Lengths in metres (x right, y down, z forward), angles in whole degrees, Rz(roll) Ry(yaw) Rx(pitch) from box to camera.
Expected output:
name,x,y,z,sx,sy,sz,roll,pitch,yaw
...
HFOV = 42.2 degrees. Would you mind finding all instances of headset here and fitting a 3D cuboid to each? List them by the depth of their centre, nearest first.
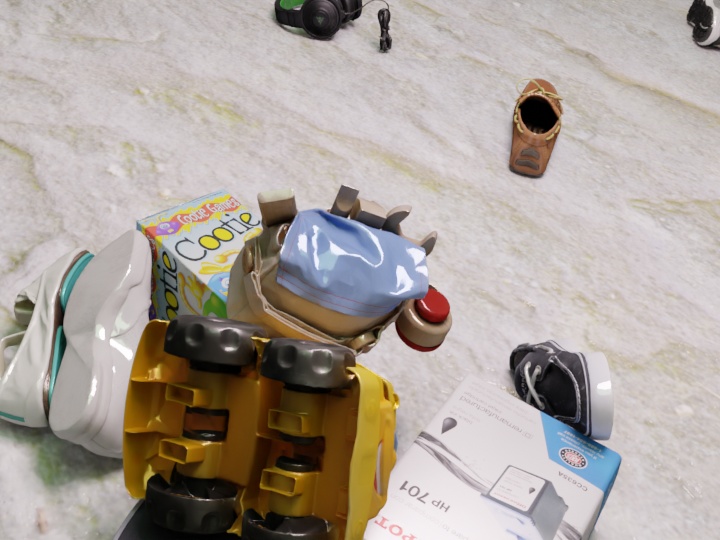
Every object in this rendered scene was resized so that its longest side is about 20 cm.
name,x,y,z,sx,sy,sz,roll,pitch,yaw
headset,-0.039,-0.391,1.439,0.197,0.096,0.124,14,39,30

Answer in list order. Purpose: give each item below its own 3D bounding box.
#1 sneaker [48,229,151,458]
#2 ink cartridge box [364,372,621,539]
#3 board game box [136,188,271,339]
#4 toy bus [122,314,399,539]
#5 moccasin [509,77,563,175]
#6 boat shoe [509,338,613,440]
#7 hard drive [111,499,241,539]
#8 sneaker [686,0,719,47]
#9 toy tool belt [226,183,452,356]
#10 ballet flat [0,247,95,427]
name,x,y,z,sx,sy,sz,roll,pitch,yaw
sneaker,-0.201,0.064,0.792,0.074,0.088,0.203,-20,49,30
ink cartridge box,0.092,0.192,0.706,0.145,0.087,0.200,26,39,20
board game box,-0.107,0.031,0.844,0.102,0.106,0.199,-24,49,-37
toy bus,-0.038,0.112,0.654,0.197,0.139,0.191,8,-1,36
moccasin,0.234,-0.208,1.246,0.072,0.079,0.202,18,38,10
boat shoe,0.167,0.097,0.808,0.066,0.073,0.200,-2,9,-1
hard drive,-0.109,0.202,0.637,0.132,0.043,0.200,13,20,4
sneaker,0.634,-0.453,1.663,0.078,0.075,0.202,18,44,-4
toy tool belt,0.000,0.000,0.724,0.196,0.124,0.127,11,45,-19
ballet flat,-0.279,0.050,0.818,0.068,0.070,0.202,5,42,-7
